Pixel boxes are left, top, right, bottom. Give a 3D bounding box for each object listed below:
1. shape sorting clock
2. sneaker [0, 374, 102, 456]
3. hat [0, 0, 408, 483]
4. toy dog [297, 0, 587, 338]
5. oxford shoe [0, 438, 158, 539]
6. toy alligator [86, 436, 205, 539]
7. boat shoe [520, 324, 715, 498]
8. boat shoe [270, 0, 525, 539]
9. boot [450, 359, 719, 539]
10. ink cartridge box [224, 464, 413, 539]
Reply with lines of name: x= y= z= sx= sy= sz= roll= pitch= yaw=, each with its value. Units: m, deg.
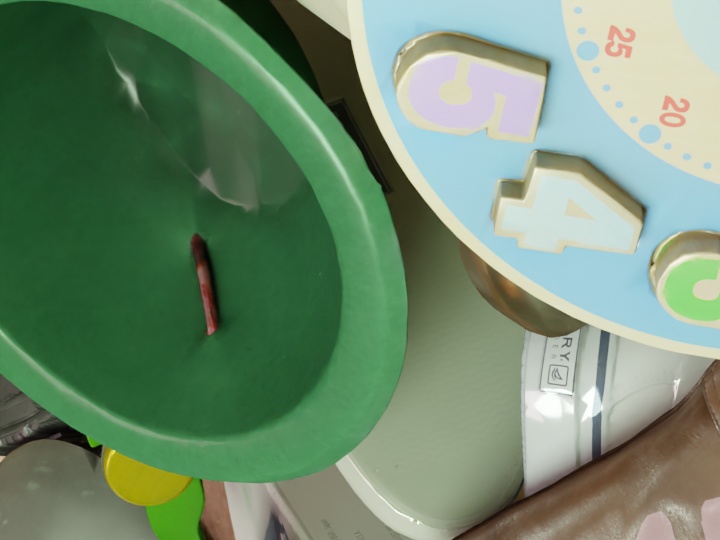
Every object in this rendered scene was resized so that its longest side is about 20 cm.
shape sorting clock: x=0.096 y=-0.061 z=0.641 sx=0.039 sy=0.199 sz=0.201 roll=-92 pitch=-2 yaw=-56
sneaker: x=-0.099 y=0.018 z=1.091 sx=0.200 sy=0.076 sz=0.091 roll=137 pitch=130 yaw=-67
hat: x=-0.034 y=-0.062 z=0.859 sx=0.200 sy=0.176 sz=0.166 roll=38 pitch=134 yaw=6
toy dog: x=0.030 y=-0.081 z=0.741 sx=0.200 sy=0.139 sz=0.194 roll=52 pitch=143 yaw=9
oxford shoe: x=-0.065 y=0.141 z=1.099 sx=0.200 sy=0.071 sz=0.071 roll=49 pitch=-175 yaw=-7
toy alligator: x=-0.083 y=0.007 z=0.944 sx=0.200 sy=0.054 sz=0.059 roll=60 pitch=-177 yaw=-26
boat shoe: x=0.084 y=0.090 z=0.863 sx=0.066 sy=0.074 sz=0.200 roll=5 pitch=140 yaw=12
boat shoe: x=-0.001 y=0.000 z=0.905 sx=0.072 sy=0.070 sz=0.201 roll=100 pitch=152 yaw=-60
boot: x=0.115 y=0.111 z=0.759 sx=0.200 sy=0.064 sz=0.187 roll=-42 pitch=71 yaw=31
ink cartridge box: x=0.009 y=0.145 z=0.981 sx=0.200 sy=0.045 sz=0.177 roll=-129 pitch=25 yaw=-62
